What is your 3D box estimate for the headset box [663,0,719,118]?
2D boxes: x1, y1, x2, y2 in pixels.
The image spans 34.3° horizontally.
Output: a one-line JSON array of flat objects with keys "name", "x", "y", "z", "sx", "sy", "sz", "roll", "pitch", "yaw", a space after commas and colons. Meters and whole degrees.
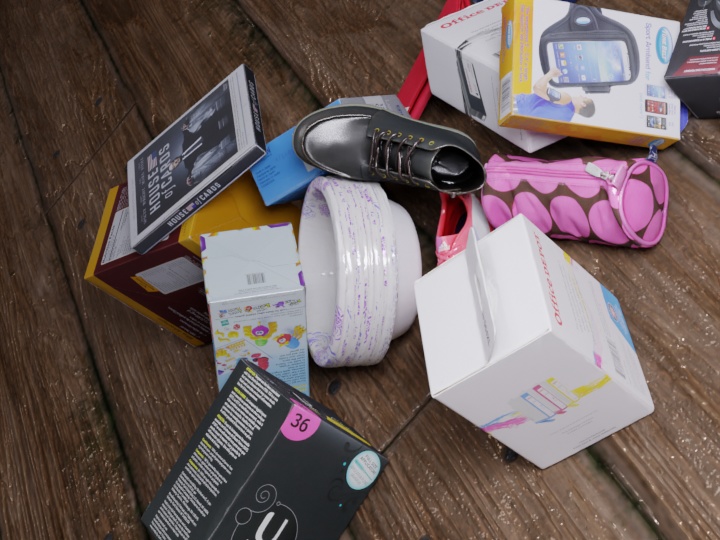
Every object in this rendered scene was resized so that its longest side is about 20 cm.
[{"name": "headset box", "x": 0.380, "y": -0.229, "z": 1.072, "sx": 0.148, "sy": 0.077, "sz": 0.203, "roll": 4, "pitch": 68, "yaw": 48}]

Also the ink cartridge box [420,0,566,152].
[{"name": "ink cartridge box", "x": 0.175, "y": -0.217, "z": 1.228, "sx": 0.143, "sy": 0.085, "sz": 0.200, "roll": -24, "pitch": 35, "yaw": -17}]

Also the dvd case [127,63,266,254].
[{"name": "dvd case", "x": -0.192, "y": -0.128, "z": 1.336, "sx": 0.199, "sy": 0.025, "sz": 0.152, "roll": -36, "pitch": 42, "yaw": 21}]

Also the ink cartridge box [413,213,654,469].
[{"name": "ink cartridge box", "x": 0.143, "y": 0.060, "z": 1.020, "sx": 0.124, "sy": 0.199, "sz": 0.130, "roll": -33, "pitch": 43, "yaw": 25}]

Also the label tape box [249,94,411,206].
[{"name": "label tape box", "x": -0.017, "y": -0.142, "z": 1.343, "sx": 0.142, "sy": 0.199, "sz": 0.067, "roll": -28, "pitch": 87, "yaw": 30}]

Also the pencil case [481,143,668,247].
[{"name": "pencil case", "x": 0.202, "y": -0.076, "z": 1.138, "sx": 0.198, "sy": 0.093, "sz": 0.092, "roll": 5, "pitch": 77, "yaw": 50}]

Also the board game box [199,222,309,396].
[{"name": "board game box", "x": -0.114, "y": 0.061, "z": 1.281, "sx": 0.103, "sy": 0.202, "sz": 0.104, "roll": -7, "pitch": 45, "yaw": -8}]

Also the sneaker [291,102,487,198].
[{"name": "sneaker", "x": 0.030, "y": -0.122, "z": 1.170, "sx": 0.106, "sy": 0.196, "sz": 0.076, "roll": -106, "pitch": 22, "yaw": -76}]

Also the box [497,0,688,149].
[{"name": "box", "x": 0.229, "y": -0.186, "z": 1.109, "sx": 0.041, "sy": 0.196, "sz": 0.121, "roll": 142, "pitch": 132, "yaw": -73}]

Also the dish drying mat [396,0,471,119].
[{"name": "dish drying mat", "x": 0.079, "y": -0.241, "z": 1.378, "sx": 0.078, "sy": 0.018, "sz": 0.201, "roll": -94, "pitch": 25, "yaw": -46}]

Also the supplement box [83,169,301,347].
[{"name": "supplement box", "x": -0.193, "y": -0.024, "z": 1.440, "sx": 0.198, "sy": 0.197, "sz": 0.135, "roll": -17, "pitch": 51, "yaw": 37}]

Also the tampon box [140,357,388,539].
[{"name": "tampon box", "x": -0.099, "y": 0.226, "z": 1.202, "sx": 0.202, "sy": 0.149, "sz": 0.126, "roll": -57, "pitch": 38, "yaw": -2}]

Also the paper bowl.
[{"name": "paper bowl", "x": 0.000, "y": 0.000, "z": 1.251, "sx": 0.200, "sy": 0.102, "sz": 0.205, "roll": 177, "pitch": 90, "yaw": -75}]

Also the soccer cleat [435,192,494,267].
[{"name": "soccer cleat", "x": 0.101, "y": 0.007, "z": 1.202, "sx": 0.066, "sy": 0.076, "sz": 0.203, "roll": -18, "pitch": 52, "yaw": 37}]

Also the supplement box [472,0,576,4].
[{"name": "supplement box", "x": 0.177, "y": -0.389, "z": 1.375, "sx": 0.109, "sy": 0.108, "sz": 0.202, "roll": -32, "pitch": 44, "yaw": 27}]
